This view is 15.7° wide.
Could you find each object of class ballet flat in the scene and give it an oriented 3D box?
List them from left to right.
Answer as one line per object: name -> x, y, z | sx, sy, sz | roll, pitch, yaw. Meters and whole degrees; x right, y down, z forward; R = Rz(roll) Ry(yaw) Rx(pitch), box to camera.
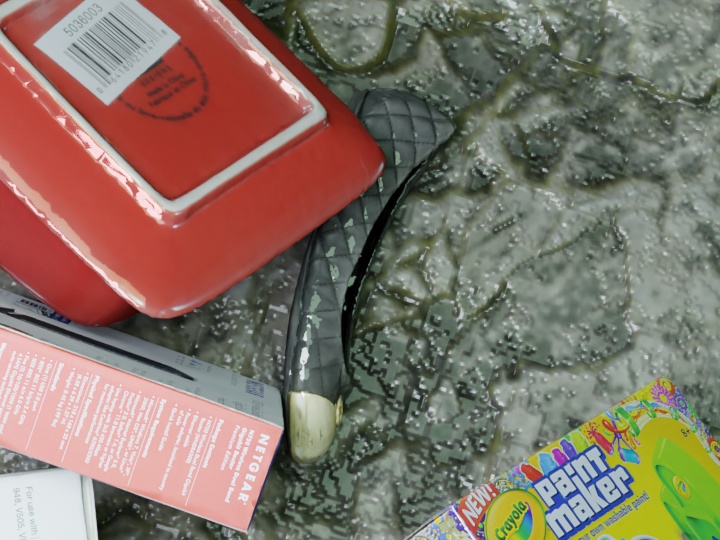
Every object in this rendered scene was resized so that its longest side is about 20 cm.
ballet flat -> 0.000, 0.000, 1.284 | 0.057, 0.066, 0.200 | 14, 71, 3

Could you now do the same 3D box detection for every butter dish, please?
butter dish -> -0.126, -0.051, 1.242 | 0.199, 0.148, 0.200 | 46, 43, 6

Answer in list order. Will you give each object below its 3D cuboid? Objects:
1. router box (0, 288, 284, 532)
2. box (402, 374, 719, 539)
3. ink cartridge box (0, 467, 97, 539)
router box -> -0.126, 0.054, 1.179 | 0.179, 0.200, 0.049 | 20, 91, -3
box -> 0.109, 0.180, 1.173 | 0.193, 0.122, 0.200 | 54, 36, 8
ink cartridge box -> -0.218, 0.147, 1.166 | 0.199, 0.147, 0.083 | -7, 79, -10
